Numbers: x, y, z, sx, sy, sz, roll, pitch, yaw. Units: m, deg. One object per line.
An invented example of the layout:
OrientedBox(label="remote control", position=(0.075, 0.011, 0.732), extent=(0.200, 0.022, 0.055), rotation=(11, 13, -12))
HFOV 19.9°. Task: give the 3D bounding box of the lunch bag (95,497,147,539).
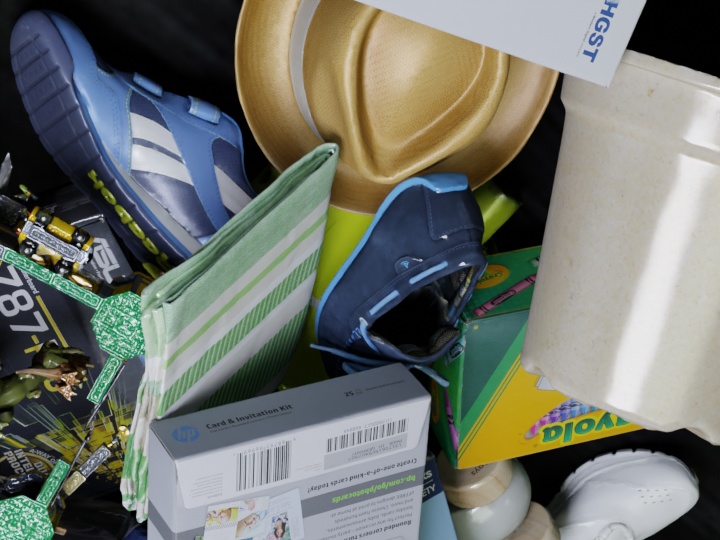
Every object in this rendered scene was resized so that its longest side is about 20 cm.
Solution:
OrientedBox(label="lunch bag", position=(-0.141, 0.241, 1.313), extent=(0.136, 0.132, 0.200), rotation=(-55, 144, -19))

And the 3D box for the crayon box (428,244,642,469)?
OrientedBox(label="crayon box", position=(0.142, 0.041, 1.255), extent=(0.198, 0.058, 0.119), rotation=(-11, 130, -15))

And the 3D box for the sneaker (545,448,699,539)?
OrientedBox(label="sneaker", position=(0.141, 0.191, 1.374), extent=(0.199, 0.087, 0.075), rotation=(-31, 123, 14))

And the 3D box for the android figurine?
OrientedBox(label="android figurine", position=(0.000, 0.000, 1.242), extent=(0.181, 0.041, 0.200), rotation=(31, 115, -28))

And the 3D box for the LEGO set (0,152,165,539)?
OrientedBox(label="LEGO set", position=(-0.189, 0.047, 1.146), extent=(0.153, 0.116, 0.201), rotation=(21, 106, -4))

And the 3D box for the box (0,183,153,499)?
OrientedBox(label="box", position=(-0.190, 0.054, 1.253), extent=(0.160, 0.049, 0.201), rotation=(-20, 125, 5))

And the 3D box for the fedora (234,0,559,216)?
OrientedBox(label="fedora", position=(0.026, -0.113, 1.113), extent=(0.199, 0.082, 0.202), rotation=(-2, 113, -5))

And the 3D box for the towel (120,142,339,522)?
OrientedBox(label="towel", position=(-0.075, 0.036, 1.129), extent=(0.023, 0.152, 0.201), rotation=(34, 143, 18))

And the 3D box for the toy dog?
OrientedBox(label="toy dog", position=(0.033, 0.144, 1.340), extent=(0.198, 0.097, 0.133), rotation=(3, 131, 9))

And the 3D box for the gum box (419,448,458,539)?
OrientedBox(label="gum box", position=(-0.016, 0.211, 1.255), extent=(0.169, 0.045, 0.201), rotation=(-27, 130, -13))

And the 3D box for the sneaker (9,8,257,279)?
OrientedBox(label="sneaker", position=(-0.118, -0.071, 1.154), extent=(0.082, 0.074, 0.200), rotation=(-44, 107, -23))

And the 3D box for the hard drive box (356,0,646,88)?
OrientedBox(label="hard drive box", position=(0.055, -0.198, 0.997), extent=(0.199, 0.077, 0.157), rotation=(15, 107, -24))

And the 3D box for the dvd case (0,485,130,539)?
OrientedBox(label="dvd case", position=(-0.240, 0.148, 1.201), extent=(0.198, 0.149, 0.016), rotation=(8, 100, 0))

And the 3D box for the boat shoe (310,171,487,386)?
OrientedBox(label="boat shoe", position=(0.019, 0.026, 1.162), extent=(0.083, 0.069, 0.200), rotation=(-12, 151, -17))

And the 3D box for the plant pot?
OrientedBox(label="plant pot", position=(0.176, -0.012, 1.117), extent=(0.199, 0.200, 0.185), rotation=(16, 97, -18))

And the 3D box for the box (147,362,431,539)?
OrientedBox(label="box", position=(-0.042, 0.159, 1.150), extent=(0.155, 0.041, 0.201), rotation=(-13, 124, -24))
